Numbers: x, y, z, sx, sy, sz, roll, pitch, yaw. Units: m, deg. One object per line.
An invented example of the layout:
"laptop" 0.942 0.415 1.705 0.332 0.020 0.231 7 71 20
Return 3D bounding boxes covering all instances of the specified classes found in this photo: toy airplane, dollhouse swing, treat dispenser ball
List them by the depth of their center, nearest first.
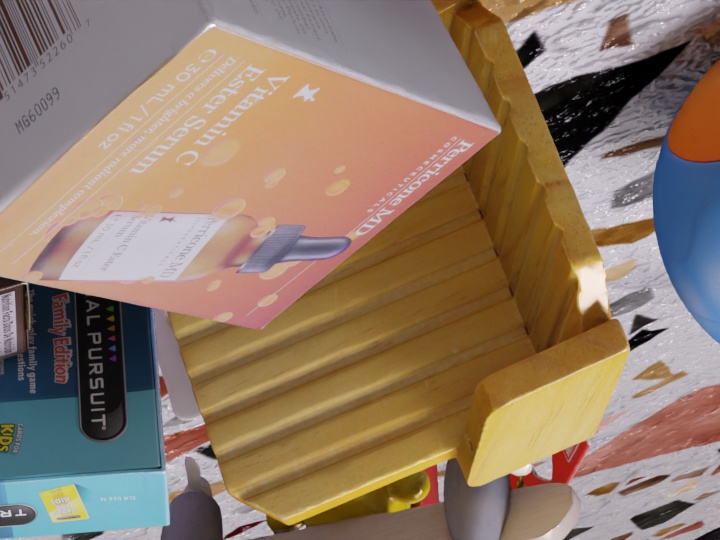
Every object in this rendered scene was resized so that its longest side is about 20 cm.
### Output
"dollhouse swing" 0.000 0.000 1.094 0.175 0.201 0.182 -17 160 -8
"toy airplane" -0.013 0.137 1.190 0.200 0.141 0.199 -28 -159 -18
"treat dispenser ball" 0.257 -0.038 1.249 0.200 0.201 0.201 -18 160 -7

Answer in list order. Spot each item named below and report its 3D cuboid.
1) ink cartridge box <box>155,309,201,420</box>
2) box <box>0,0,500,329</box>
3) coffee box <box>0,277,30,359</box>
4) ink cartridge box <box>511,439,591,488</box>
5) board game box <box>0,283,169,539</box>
"ink cartridge box" -0.017 0.008 1.224 0.199 0.117 0.068 -16 163 -9
"box" -0.069 -0.071 0.937 0.152 0.107 0.200 -40 151 24
"coffee box" -0.249 -0.001 0.972 0.199 0.115 0.080 -17 159 -14
"ink cartridge box" 0.066 0.059 1.355 0.043 0.174 0.200 -16 160 -12
"board game box" -0.188 0.047 1.030 0.199 0.151 0.047 -4 142 -5
